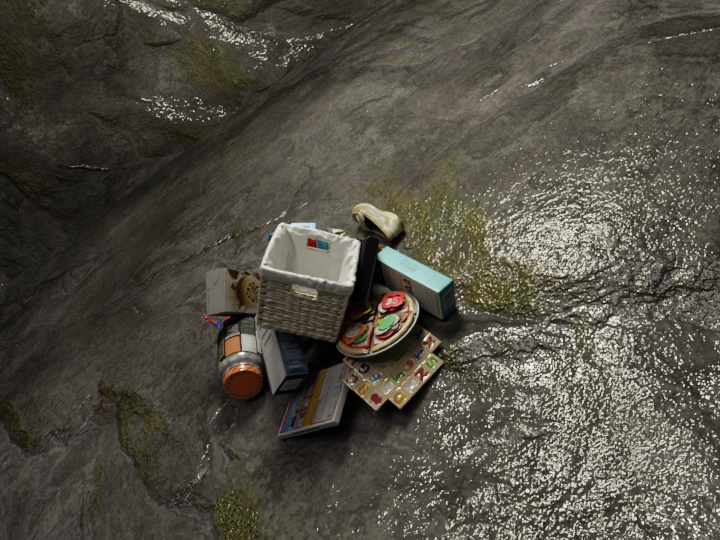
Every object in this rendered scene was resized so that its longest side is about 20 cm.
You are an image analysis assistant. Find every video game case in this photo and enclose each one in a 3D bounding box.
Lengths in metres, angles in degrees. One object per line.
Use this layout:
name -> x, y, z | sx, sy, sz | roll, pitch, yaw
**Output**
video game case -> -0.095, 0.278, 1.170 | 0.199, 0.017, 0.145 | -28, 34, 42

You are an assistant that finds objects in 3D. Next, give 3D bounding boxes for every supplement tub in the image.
supplement tub -> -0.299, 0.217, 1.374 | 0.121, 0.123, 0.201 | -32, 35, 8

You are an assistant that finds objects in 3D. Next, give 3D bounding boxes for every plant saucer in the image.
plant saucer -> -0.057, 0.112, 1.278 | 0.197, 0.019, 0.070 | -27, 4, -10

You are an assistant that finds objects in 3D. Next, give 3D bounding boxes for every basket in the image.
basket -> -0.112, 0.026, 1.184 | 0.194, 0.163, 0.201 | 12, 31, -2

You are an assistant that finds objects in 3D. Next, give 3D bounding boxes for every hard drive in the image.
hard drive -> 0.000, 0.000, 1.273 | 0.200, 0.032, 0.142 | 169, 113, -82

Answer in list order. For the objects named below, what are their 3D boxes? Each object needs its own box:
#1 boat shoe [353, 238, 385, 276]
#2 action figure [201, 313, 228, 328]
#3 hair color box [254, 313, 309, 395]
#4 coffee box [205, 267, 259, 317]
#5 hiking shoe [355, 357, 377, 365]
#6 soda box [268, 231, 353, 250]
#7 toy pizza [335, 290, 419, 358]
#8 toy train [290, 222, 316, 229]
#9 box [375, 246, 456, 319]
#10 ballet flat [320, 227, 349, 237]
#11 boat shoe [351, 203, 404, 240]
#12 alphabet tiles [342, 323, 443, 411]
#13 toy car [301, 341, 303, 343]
boat shoe -> 0.038, -0.033, 1.388 | 0.070, 0.071, 0.199 | -45, 37, -21
action figure -> -0.391, 0.108, 1.604 | 0.064, 0.099, 0.202 | -16, 43, 29
hair color box -> -0.182, 0.168, 1.245 | 0.100, 0.060, 0.202 | -54, 47, 44
coffee box -> -0.311, 0.065, 1.462 | 0.079, 0.199, 0.115 | -12, 77, 34
hiking shoe -> 0.010, 0.148, 1.210 | 0.101, 0.076, 0.200 | -43, 34, -1
soda box -> -0.120, -0.053, 1.319 | 0.196, 0.066, 0.068 | 6, 12, 12
toy pizza -> 0.031, 0.105, 1.161 | 0.197, 0.032, 0.201 | -22, 29, 13
toy train -> -0.150, -0.036, 1.463 | 0.085, 0.201, 0.116 | 1, 59, -3
box -> 0.117, 0.024, 1.203 | 0.049, 0.083, 0.199 | -37, 45, -24
ballet flat -> -0.060, -0.074, 1.440 | 0.074, 0.075, 0.200 | -38, 25, 1
boat shoe -> 0.035, -0.130, 1.498 | 0.063, 0.074, 0.199 | -46, 43, -18
alphabet tiles -> 0.065, 0.185, 1.110 | 0.200, 0.006, 0.166 | -41, 55, -21
toy car -> -0.177, 0.062, 1.365 | 0.182, 0.201, 0.179 | -9, 44, 36
